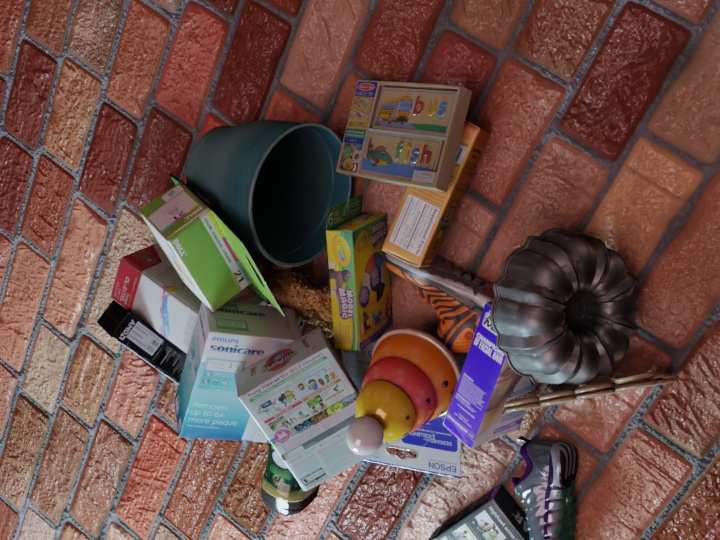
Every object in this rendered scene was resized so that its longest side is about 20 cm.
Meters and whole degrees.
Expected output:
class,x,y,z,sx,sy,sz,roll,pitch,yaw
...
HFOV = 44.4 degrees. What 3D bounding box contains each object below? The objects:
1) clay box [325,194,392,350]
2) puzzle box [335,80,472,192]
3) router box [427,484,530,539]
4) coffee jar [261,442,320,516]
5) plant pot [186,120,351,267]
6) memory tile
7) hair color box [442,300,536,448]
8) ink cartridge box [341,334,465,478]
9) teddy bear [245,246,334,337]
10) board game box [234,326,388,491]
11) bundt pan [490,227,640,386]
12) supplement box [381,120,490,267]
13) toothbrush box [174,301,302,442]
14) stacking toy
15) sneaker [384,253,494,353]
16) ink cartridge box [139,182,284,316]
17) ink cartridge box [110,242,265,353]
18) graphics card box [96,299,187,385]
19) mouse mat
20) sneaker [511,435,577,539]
class,x,y,z,sx,sy,sz,roll,pitch,yaw
clay box,0.000,0.000,1.269,0.047,0.115,0.203,5,108,26
puzzle box,0.053,-0.183,1.170,0.199,0.025,0.135,15,91,47
router box,0.217,0.446,1.326,0.149,0.051,0.201,-42,84,30
coffee jar,-0.102,0.290,1.422,0.084,0.104,0.203,20,115,21
plant pot,-0.146,-0.126,1.273,0.187,0.199,0.203,19,114,38
memory tile,0.295,0.156,1.139,0.198,0.153,0.017,-17,77,31
hair color box,0.194,0.135,1.199,0.065,0.108,0.202,36,123,38
ink cartridge box,0.067,0.200,1.339,0.195,0.047,0.203,5,110,26
teddy bear,-0.111,0.029,1.351,0.200,0.067,0.145,44,158,3
board game box,-0.070,0.204,1.278,0.146,0.064,0.201,-29,118,1
bundt pan,0.264,0.050,1.090,0.076,0.200,0.205,12,118,67
supplement box,0.100,-0.106,1.182,0.068,0.066,0.202,28,102,18
toothbrush box,-0.184,0.152,1.316,0.086,0.145,0.202,-117,42,-53
stacking toy,0.040,0.186,1.200,0.145,0.200,0.148,17,126,24
sneaker,0.110,0.051,1.247,0.198,0.077,0.113,28,116,19
ink cartridge box,-0.203,-0.011,1.202,0.200,0.075,0.149,39,160,46
ink cartridge box,-0.274,0.044,1.414,0.199,0.145,0.083,34,119,16
graphics card box,-0.329,0.133,1.441,0.200,0.051,0.125,40,170,-26
mouse mat,-0.205,-0.046,1.290,0.161,0.008,0.201,32,155,54
sneaker,0.259,0.339,1.263,0.087,0.074,0.203,7,94,38
